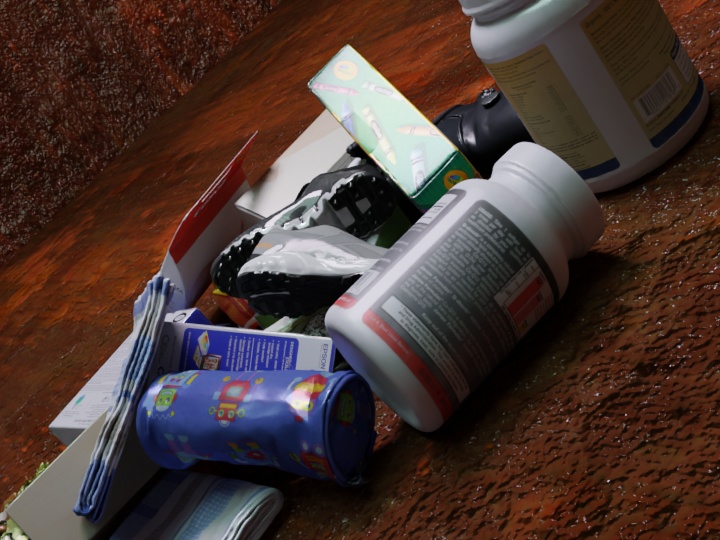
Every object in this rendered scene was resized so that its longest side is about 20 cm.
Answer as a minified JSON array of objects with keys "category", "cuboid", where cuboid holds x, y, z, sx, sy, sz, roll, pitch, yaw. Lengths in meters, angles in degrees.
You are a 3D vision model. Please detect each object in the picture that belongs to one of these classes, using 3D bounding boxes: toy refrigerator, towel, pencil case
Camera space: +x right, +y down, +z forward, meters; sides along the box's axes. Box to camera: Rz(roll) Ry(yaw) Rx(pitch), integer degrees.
[{"category":"toy refrigerator","cuboid":[-0.225,0.177,0.948,0.200,0.076,0.070,-46,-7,-16]},{"category":"towel","cuboid":[-0.204,0.108,0.858,0.147,0.023,0.204,149,138,-69]},{"category":"pencil case","cuboid":[-0.076,0.117,0.774,0.197,0.087,0.079,-3,54,33]},{"category":"towel","cuboid":[-0.153,0.221,0.812,0.147,0.024,0.199,-50,22,-26]}]

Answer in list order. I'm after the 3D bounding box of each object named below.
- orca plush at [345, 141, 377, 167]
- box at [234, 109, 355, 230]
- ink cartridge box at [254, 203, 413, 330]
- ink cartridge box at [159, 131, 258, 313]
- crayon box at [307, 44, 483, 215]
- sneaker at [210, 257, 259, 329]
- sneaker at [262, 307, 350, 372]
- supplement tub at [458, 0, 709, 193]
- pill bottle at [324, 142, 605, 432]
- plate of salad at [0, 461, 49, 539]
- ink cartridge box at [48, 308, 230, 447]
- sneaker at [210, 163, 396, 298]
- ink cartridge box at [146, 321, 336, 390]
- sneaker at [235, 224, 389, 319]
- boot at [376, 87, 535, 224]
[{"category":"orca plush","cuboid":[0.005,-0.080,1.105,0.070,0.107,0.199,29,35,28]},{"category":"box","cuboid":[-0.043,-0.101,1.173,0.077,0.096,0.200,25,61,36]},{"category":"ink cartridge box","cuboid":[0.000,0.000,0.968,0.198,0.060,0.104,-25,25,35]},{"category":"ink cartridge box","cuboid":[-0.166,-0.042,1.161,0.163,0.050,0.200,-57,3,-40]},{"category":"crayon box","cuboid":[0.043,-0.107,0.915,0.058,0.119,0.201,-43,47,5]},{"category":"sneaker","cuboid":[-0.136,0.004,1.169,0.073,0.077,0.200,-40,15,0]},{"category":"sneaker","cuboid":[-0.072,0.096,0.893,0.199,0.077,0.089,-39,31,11]},{"category":"supplement tub","cuboid":[0.179,-0.182,0.831,0.143,0.201,0.145,-33,21,14]},{"category":"pill bottle","cuboid":[0.079,0.008,0.738,0.200,0.116,0.116,-44,21,-12]},{"category":"plate of salad","cuboid":[-0.362,0.273,1.052,0.198,0.048,0.201,-33,22,15]},{"category":"ink cartridge box","cuboid":[-0.223,0.117,1.088,0.135,0.077,0.201,-11,37,53]},{"category":"sneaker","cuboid":[-0.053,-0.040,0.969,0.198,0.067,0.091,-30,19,13]},{"category":"ink cartridge box","cuboid":[-0.100,0.098,0.860,0.197,0.037,0.097,2,81,35]},{"category":"sneaker","cuboid":[-0.005,-0.004,0.858,0.196,0.075,0.080,6,49,14]},{"category":"boot","cuboid":[0.113,-0.126,1.005,0.167,0.077,0.200,-19,22,51]}]
